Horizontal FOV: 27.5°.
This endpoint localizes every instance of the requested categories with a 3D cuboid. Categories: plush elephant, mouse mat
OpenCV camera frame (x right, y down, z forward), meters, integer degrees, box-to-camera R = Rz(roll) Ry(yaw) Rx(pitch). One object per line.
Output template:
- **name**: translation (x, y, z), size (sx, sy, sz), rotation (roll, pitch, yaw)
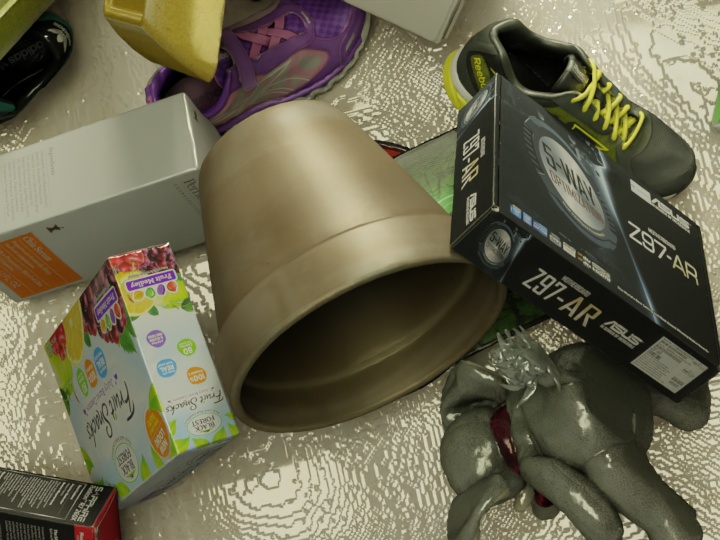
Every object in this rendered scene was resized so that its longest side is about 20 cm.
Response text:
- **plush elephant**: translation (0.126, 0.127, 1.021), size (0.200, 0.155, 0.165), rotation (31, 45, -23)
- **mouse mat**: translation (0.083, -0.026, 1.086), size (0.200, 0.008, 0.161), rotation (-26, 79, -4)

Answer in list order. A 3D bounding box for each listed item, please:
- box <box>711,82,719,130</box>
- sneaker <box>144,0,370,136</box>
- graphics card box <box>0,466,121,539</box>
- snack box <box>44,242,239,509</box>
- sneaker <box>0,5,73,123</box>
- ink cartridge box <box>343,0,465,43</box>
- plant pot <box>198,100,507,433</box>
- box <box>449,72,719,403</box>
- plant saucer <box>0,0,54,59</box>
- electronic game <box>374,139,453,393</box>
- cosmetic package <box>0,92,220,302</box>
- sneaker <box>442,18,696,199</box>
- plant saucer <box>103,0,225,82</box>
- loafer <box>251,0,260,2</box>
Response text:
- **box**: translation (0.336, -0.192, 1.044), size (0.144, 0.036, 0.200), rotation (8, 81, 46)
- **sneaker**: translation (-0.083, -0.161, 1.124), size (0.200, 0.088, 0.081), rotation (-32, 76, 3)
- **graphics card box**: translation (-0.275, 0.206, 1.096), size (0.199, 0.051, 0.126), rotation (7, 124, 11)
- **snack box**: translation (-0.162, 0.083, 1.054), size (0.053, 0.200, 0.142), rotation (-17, 78, -29)
- **sneaker**: translation (-0.313, -0.138, 1.156), size (0.200, 0.080, 0.071), rotation (-36, 111, 3)
- **ink cartridge box**: translation (0.003, -0.274, 1.080), size (0.200, 0.085, 0.146), rotation (25, 55, -1)
- **plant pot**: translation (-0.028, -0.014, 1.007), size (0.200, 0.200, 0.174), rotation (-31, 63, 5)
- **box**: translation (0.151, -0.023, 0.988), size (0.200, 0.160, 0.044), rotation (34, 124, -19)
- **plant saucer**: translation (-0.321, -0.205, 1.140), size (0.200, 0.048, 0.200), rotation (2, 40, 23)
- **electronic game**: translation (0.000, 0.000, 1.110), size (0.199, 0.042, 0.201), rotation (-2, 82, 10)
- **cosmetic package**: translation (-0.198, -0.051, 1.111), size (0.200, 0.101, 0.071), rotation (-18, 61, 11)
- **sneaker**: translation (0.155, -0.111, 1.053), size (0.200, 0.085, 0.075), rotation (24, 68, -5)
- **plant saucer**: translation (-0.137, -0.241, 1.033), size (0.048, 0.200, 0.200), rotation (4, 100, -22)
- **loafer**: translation (-0.116, -0.289, 1.153), size (0.071, 0.073, 0.200), rotation (-52, 58, 39)
